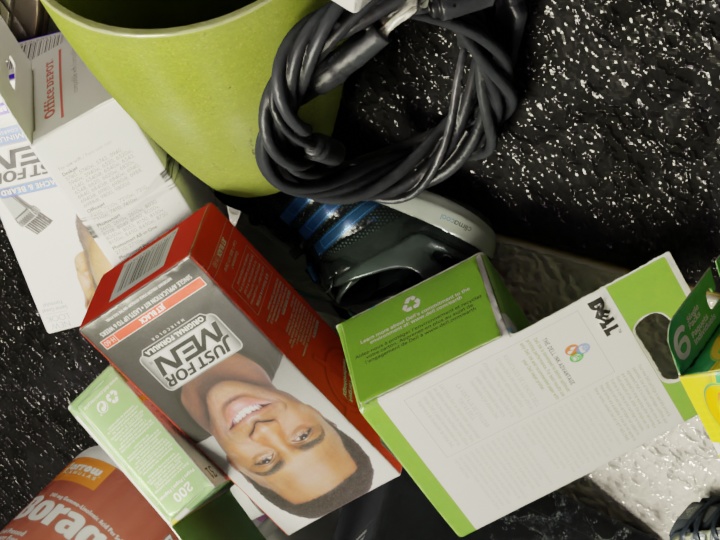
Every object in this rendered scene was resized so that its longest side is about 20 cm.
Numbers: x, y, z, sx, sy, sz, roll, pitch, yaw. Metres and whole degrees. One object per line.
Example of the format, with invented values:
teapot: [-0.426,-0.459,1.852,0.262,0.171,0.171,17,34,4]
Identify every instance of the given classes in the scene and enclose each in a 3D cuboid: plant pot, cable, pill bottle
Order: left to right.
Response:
pill bottle: [-0.190,0.198,1.336,0.111,0.200,0.113,25,140,23]
plant pot: [-0.080,-0.139,1.101,0.186,0.188,0.201,22,151,25]
cable: [0.016,-0.092,1.062,0.051,0.162,0.201,58,155,25]

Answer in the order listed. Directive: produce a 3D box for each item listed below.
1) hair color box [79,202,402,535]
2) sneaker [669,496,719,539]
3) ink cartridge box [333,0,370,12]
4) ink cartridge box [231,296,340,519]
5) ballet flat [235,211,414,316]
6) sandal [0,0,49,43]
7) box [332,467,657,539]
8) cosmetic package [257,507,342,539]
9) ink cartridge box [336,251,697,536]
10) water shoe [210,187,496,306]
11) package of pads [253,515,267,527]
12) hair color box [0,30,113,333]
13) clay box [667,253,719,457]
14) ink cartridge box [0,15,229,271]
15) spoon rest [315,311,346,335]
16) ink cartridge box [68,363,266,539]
hair color box: [-0.068,0.065,1.175,0.101,0.061,0.200,-32,115,29]
sneaker: [0.236,0.170,1.168,0.081,0.074,0.201,38,140,13]
ink cartridge box: [-0.038,-0.242,0.974,0.199,0.146,0.085,34,141,14]
ink cartridge box: [-0.081,0.095,1.373,0.145,0.084,0.200,50,142,-7]
ballet flat: [0.000,0.000,1.235,0.199,0.067,0.064,21,106,24]
sandal: [-0.257,-0.146,1.345,0.081,0.055,0.201,28,125,11]
box: [0.071,0.241,1.235,0.195,0.201,0.118,25,143,-8]
cosmetic package: [-0.049,0.221,1.363,0.090,0.200,0.107,47,146,-3]
ink cartridge box: [0.109,0.055,1.130,0.199,0.076,0.148,-28,133,10]
water shoe: [-0.016,-0.021,1.182,0.198,0.080,0.072,14,165,22]
package of pads: [-0.022,0.273,1.491,0.199,0.076,0.121,27,142,21]
hair color box: [-0.198,-0.063,1.314,0.108,0.065,0.201,-13,124,5]
clay box: [0.245,0.080,1.038,0.047,0.115,0.201,-8,120,44]
ink cartridge box: [-0.155,-0.078,1.202,0.067,0.116,0.201,-27,123,6]
spoon rest: [0.012,0.066,1.243,0.198,0.061,0.099,9,168,2]
ink cartridge box: [-0.093,0.144,1.237,0.048,0.145,0.200,-42,84,10]
